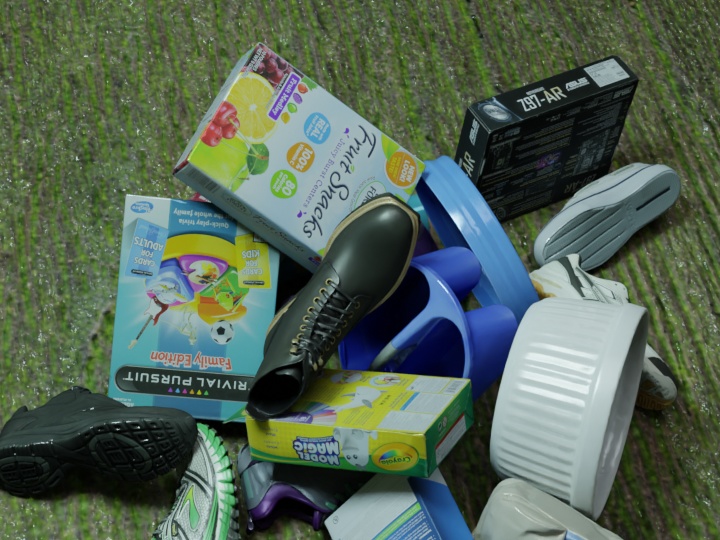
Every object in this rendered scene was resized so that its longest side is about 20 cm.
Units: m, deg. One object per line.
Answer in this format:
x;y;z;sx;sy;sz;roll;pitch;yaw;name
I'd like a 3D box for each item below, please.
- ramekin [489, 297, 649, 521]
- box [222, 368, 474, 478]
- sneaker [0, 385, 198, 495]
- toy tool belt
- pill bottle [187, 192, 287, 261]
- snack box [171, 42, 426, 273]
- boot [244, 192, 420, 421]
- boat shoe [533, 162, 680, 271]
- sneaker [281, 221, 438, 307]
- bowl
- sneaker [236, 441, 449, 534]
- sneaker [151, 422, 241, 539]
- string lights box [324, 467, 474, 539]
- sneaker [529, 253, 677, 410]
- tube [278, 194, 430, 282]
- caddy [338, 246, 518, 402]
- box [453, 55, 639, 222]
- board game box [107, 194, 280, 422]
0.191;0.119;1.510;0.104;0.202;0.201;14;47;16;ramekin
-0.012;0.131;1.450;0.198;0.049;0.117;5;22;25;box
-0.239;0.140;1.470;0.197;0.077;0.091;-6;37;12;sneaker
0.178;0.281;1.433;0.199;0.124;0.125;30;14;10;toy tool belt
-0.096;-0.068;1.652;0.109;0.110;0.200;37;67;22;pill bottle
-0.055;-0.094;1.519;0.199;0.053;0.143;35;67;-14;snack box
-0.023;0.038;1.426;0.077;0.201;0.139;33;26;-5;boot
0.255;-0.056;1.768;0.198;0.074;0.067;-25;28;-26;boat shoe
0.000;0.000;1.639;0.198;0.080;0.089;-21;87;-30;sneaker
0.116;-0.024;1.616;0.039;0.201;0.201;-31;57;-3;bowl
-0.012;0.196;1.497;0.197;0.075;0.088;-7;59;-1;sneaker
-0.148;0.220;1.437;0.084;0.079;0.202;-2;50;-11;sneaker
0.054;0.270;1.404;0.059;0.103;0.201;22;32;-47;string lights box
0.254;0.053;1.652;0.087;0.076;0.200;-33;62;-28;sneaker
-0.028;-0.031;1.707;0.198;0.051;0.078;-15;43;-11;tube
0.054;0.069;1.530;0.104;0.200;0.142;-19;68;-37;caddy
0.191;-0.132;1.751;0.198;0.161;0.044;-21;56;-25;box
-0.154;0.037;1.542;0.149;0.047;0.203;5;87;-5;board game box
